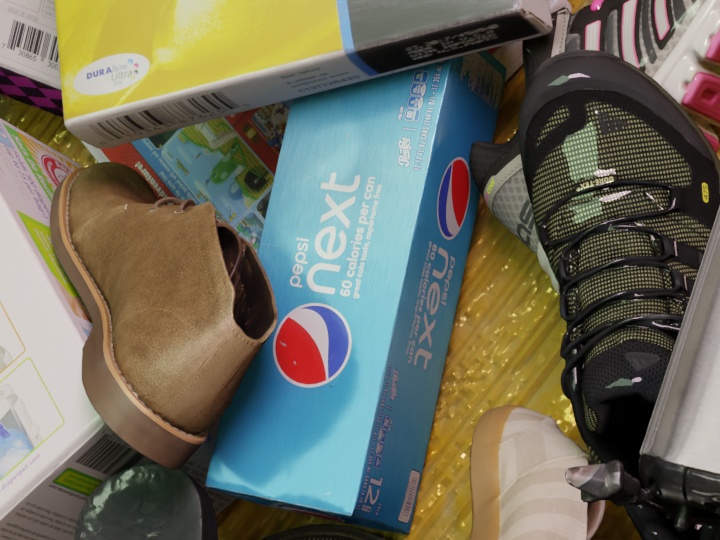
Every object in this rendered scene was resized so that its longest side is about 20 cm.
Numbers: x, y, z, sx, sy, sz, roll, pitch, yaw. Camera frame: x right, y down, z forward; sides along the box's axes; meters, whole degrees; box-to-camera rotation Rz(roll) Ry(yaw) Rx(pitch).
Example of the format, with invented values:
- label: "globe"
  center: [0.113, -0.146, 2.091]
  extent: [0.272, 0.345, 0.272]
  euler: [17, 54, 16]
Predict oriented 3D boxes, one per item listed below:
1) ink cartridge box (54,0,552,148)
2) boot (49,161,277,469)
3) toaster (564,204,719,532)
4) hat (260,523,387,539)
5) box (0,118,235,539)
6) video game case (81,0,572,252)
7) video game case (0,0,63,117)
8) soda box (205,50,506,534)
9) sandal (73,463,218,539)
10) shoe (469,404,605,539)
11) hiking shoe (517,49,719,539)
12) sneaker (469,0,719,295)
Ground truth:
- label: "ink cartridge box"
  center: [-0.034, -0.168, 0.988]
  extent: [0.197, 0.047, 0.200]
  euler: [-14, 75, 20]
- label: "boot"
  center: [-0.075, -0.001, 0.995]
  extent: [0.075, 0.074, 0.200]
  euler: [-48, 29, 13]
- label: "toaster"
  center: [0.200, 0.052, 0.790]
  extent: [0.181, 0.200, 0.119]
  euler: [11, 83, 34]
- label: "hat"
  center: [-0.043, 0.189, 0.952]
  extent: [0.200, 0.081, 0.201]
  euler: [-10, 68, 27]
- label: "box"
  center: [-0.148, 0.033, 1.053]
  extent: [0.101, 0.112, 0.200]
  euler: [-41, 56, 12]
- label: "video game case"
  center: [-0.019, -0.085, 1.079]
  extent: [0.200, 0.017, 0.143]
  euler: [-46, 56, 8]
- label: "video game case"
  center: [-0.188, -0.182, 1.104]
  extent: [0.036, 0.200, 0.182]
  euler: [-24, 52, 56]
- label: "soda box"
  center: [0.000, 0.000, 0.993]
  extent: [0.068, 0.064, 0.200]
  euler: [9, 81, 24]
- label: "sandal"
  center: [-0.088, 0.161, 0.913]
  extent: [0.075, 0.048, 0.201]
  euler: [-20, 55, 18]
- label: "shoe"
  center: [0.064, 0.103, 0.881]
  extent: [0.053, 0.200, 0.070]
  euler: [0, 108, 8]
- label: "hiking shoe"
  center: [0.106, 0.016, 0.880]
  extent: [0.076, 0.101, 0.200]
  euler: [-19, 91, 13]
- label: "sneaker"
  center: [0.111, -0.090, 0.969]
  extent: [0.087, 0.074, 0.200]
  euler: [36, 97, 29]
